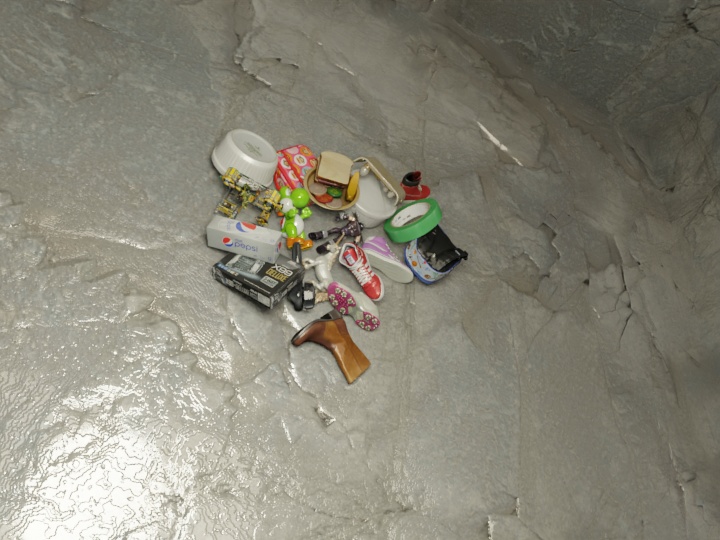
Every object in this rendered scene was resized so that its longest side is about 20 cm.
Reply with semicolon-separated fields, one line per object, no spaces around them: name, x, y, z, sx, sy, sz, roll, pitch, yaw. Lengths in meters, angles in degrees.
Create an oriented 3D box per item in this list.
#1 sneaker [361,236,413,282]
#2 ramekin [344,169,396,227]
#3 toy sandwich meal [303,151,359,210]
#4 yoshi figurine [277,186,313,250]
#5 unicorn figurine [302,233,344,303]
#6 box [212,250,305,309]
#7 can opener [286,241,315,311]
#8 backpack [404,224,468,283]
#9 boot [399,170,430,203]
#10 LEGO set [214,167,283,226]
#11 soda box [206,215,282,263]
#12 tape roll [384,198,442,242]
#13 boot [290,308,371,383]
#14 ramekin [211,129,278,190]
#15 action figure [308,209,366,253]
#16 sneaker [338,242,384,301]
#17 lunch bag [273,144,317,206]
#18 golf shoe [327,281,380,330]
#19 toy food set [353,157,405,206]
sneaker;0.097;-0.047;1.857;0.200;0.073;0.115;32;44;-12
ramekin;0.019;-0.238;1.907;0.201;0.094;0.204;17;51;-23
toy sandwich meal;-0.084;-0.282;1.765;0.203;0.070;0.207;9;56;-13
yoshi figurine;-0.188;-0.168;1.698;0.111;0.112;0.202;-8;76;-27
unicorn figurine;-0.116;-0.004;1.677;0.136;0.074;0.202;-5;90;-33
box;-0.275;0.005;1.528;0.199;0.050;0.158;26;44;19
can opener;-0.177;0.018;1.607;0.078;0.063;0.202;-4;74;-15
backpack;0.234;-0.052;1.896;0.200;0.154;0.190;46;37;6
boot;0.213;-0.313;2.067;0.199;0.144;0.073;-13;65;-40
LEGO set;-0.330;-0.188;1.603;0.199;0.154;0.117;30;68;-13
soda box;-0.317;-0.086;1.535;0.198;0.069;0.064;15;40;7
tape roll;0.179;-0.172;1.909;0.048;0.199;0.201;59;41;-25
boot;-0.082;0.228;1.567;0.188;0.068;0.201;-25;83;-50
ramekin;-0.344;-0.345;1.714;0.201;0.094;0.203;27;33;-19
action figure;-0.061;-0.121;1.786;0.199;0.069;0.131;-22;91;-32
sneaker;0.000;0.000;1.715;0.112;0.071;0.201;32;27;-57
lunch bag;-0.206;-0.305;1.826;0.175;0.082;0.201;-26;77;-38
golf shoe;-0.020;0.094;1.678;0.200;0.075;0.092;43;30;-20
toy food set;0.065;-0.295;1.848;0.200;0.060;0.143;49;18;2
